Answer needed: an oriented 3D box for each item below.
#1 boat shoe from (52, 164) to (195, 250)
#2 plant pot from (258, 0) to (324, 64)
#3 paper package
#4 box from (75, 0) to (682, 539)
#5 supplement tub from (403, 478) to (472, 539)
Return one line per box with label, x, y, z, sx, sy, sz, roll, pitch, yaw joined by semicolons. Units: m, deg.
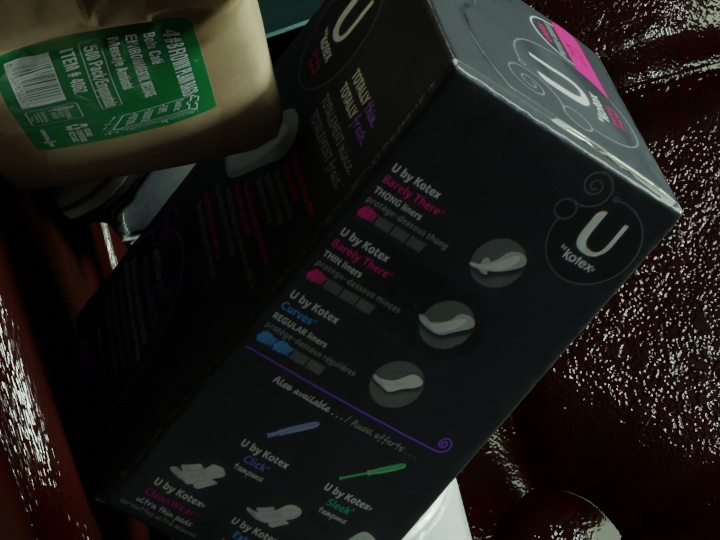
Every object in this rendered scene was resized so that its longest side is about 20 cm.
boat shoe;-0.082;-0.041;0.999;0.062;0.075;0.200;32;-4;-1
plant pot;-0.076;-0.102;1.451;0.200;0.141;0.142;-121;-166;-62
paper package;-0.096;-0.133;0.754;0.200;0.103;0.191;82;-8;-82
box;0.000;0.000;0.859;0.106;0.200;0.122;30;22;-25
supplement tub;0.000;0.171;1.292;0.132;0.131;0.200;-106;-179;-54
